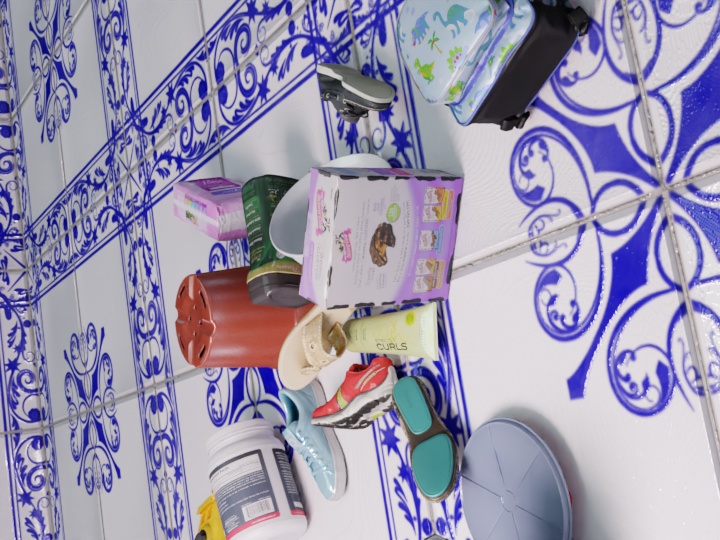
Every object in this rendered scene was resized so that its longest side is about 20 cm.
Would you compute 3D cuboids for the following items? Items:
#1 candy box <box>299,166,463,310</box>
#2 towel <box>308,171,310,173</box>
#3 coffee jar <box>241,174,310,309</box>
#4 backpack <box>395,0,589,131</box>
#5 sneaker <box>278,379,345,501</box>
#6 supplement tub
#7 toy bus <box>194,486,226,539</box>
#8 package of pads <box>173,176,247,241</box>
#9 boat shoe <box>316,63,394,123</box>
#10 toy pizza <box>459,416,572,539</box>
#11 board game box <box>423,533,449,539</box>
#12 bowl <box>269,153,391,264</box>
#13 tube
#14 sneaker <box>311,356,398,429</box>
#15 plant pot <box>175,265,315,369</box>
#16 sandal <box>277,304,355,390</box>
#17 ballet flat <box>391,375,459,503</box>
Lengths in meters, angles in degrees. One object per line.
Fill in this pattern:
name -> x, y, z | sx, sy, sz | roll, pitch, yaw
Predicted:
candy box -> 0.027, -0.045, 1.255 | 0.071, 0.198, 0.170 | 25, 113, 53
towel -> -0.048, -0.049, 1.531 | 0.201, 0.022, 0.146 | 53, 135, 40
coffee jar -> -0.128, -0.042, 1.519 | 0.085, 0.103, 0.203 | -25, 64, 47
backpack -> 0.131, -0.289, 1.126 | 0.184, 0.145, 0.201 | -58, 44, 38
sneaker -> -0.087, 0.276, 1.560 | 0.074, 0.081, 0.202 | -49, 53, 47
supplement tub -> -0.181, 0.371, 1.659 | 0.141, 0.139, 0.202 | -50, 52, 46
toy bus -> -0.255, 0.474, 1.805 | 0.200, 0.134, 0.194 | -49, 40, 50
package of pads -> -0.244, -0.112, 1.736 | 0.199, 0.119, 0.077 | 26, 119, 53
boat shoe -> -0.012, -0.250, 1.414 | 0.199, 0.074, 0.067 | 37, 124, 50
toy pizza -> 0.191, 0.278, 1.181 | 0.199, 0.031, 0.203 | 11, 103, 57
board game box -> 0.116, 0.390, 1.032 | 0.104, 0.023, 0.203 | 8, 107, 52
bowl -> -0.024, -0.067, 1.390 | 0.200, 0.201, 0.091 | 31, 161, 51
tube -> 0.045, 0.088, 1.376 | 0.199, 0.052, 0.058 | -7, 125, 54
sneaker -> -0.005, 0.184, 1.453 | 0.199, 0.076, 0.086 | -34, 53, 45
plant pot -> -0.189, 0.077, 1.600 | 0.200, 0.193, 0.204 | 7, 99, 56
sandal -> -0.049, 0.096, 1.398 | 0.213, 0.077, 0.070 | -58, 29, 11
ballet flat -> 0.094, 0.230, 1.290 | 0.067, 0.075, 0.201 | -28, 45, 9
